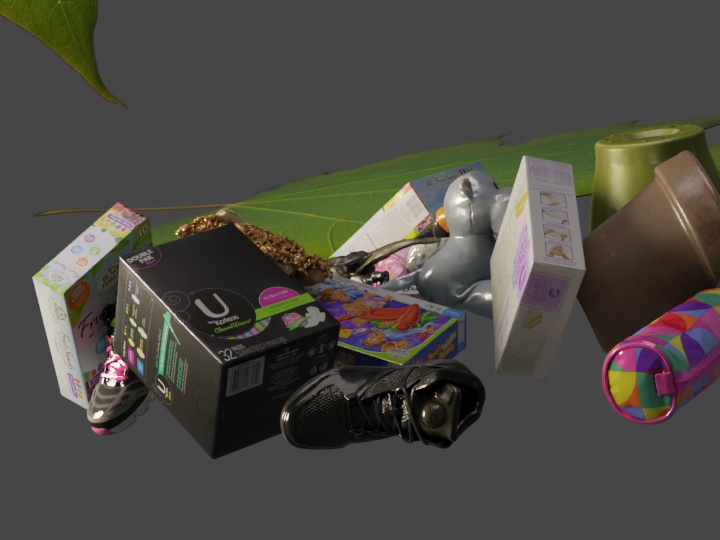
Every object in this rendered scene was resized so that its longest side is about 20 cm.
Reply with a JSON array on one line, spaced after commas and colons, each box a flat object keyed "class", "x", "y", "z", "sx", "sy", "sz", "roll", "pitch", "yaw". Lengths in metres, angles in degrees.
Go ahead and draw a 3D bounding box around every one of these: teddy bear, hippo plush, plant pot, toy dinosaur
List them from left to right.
[{"class": "teddy bear", "x": -0.118, "y": -0.026, "z": 1.727, "sx": 0.144, "sy": 0.068, "sz": 0.200, "roll": 5, "pitch": 9, "yaw": -28}, {"class": "toy dinosaur", "x": 0.000, "y": 0.000, "z": 1.877, "sx": 0.198, "sy": 0.048, "sz": 0.088, "roll": -16, "pitch": 24, "yaw": 12}, {"class": "hippo plush", "x": 0.141, "y": -0.032, "z": 1.808, "sx": 0.198, "sy": 0.163, "sz": 0.159, "roll": 13, "pitch": 4, "yaw": 14}, {"class": "plant pot", "x": 0.310, "y": 0.001, "z": 1.612, "sx": 0.173, "sy": 0.202, "sz": 0.200, "roll": -26, "pitch": 10, "yaw": 6}, {"class": "plant pot", "x": 0.352, "y": -0.067, "z": 1.826, "sx": 0.198, "sy": 0.195, "sz": 0.200, "roll": -10, "pitch": 11, "yaw": 2}]

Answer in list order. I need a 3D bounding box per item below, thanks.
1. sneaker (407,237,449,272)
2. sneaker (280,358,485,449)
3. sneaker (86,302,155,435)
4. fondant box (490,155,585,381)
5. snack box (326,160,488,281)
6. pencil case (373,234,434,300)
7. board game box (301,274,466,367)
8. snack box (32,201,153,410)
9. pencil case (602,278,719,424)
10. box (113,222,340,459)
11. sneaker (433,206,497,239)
[{"class": "sneaker", "x": 0.156, "y": 0.003, "z": 1.927, "sx": 0.198, "sy": 0.077, "sz": 0.080, "roll": 11, "pitch": 7, "yaw": 7}, {"class": "sneaker", "x": 0.026, "y": 0.128, "z": 1.443, "sx": 0.197, "sy": 0.077, "sz": 0.114, "roll": -7, "pitch": 4, "yaw": -11}, {"class": "sneaker", "x": -0.253, "y": 0.080, "z": 1.683, "sx": 0.073, "sy": 0.088, "sz": 0.201, "roll": 7, "pitch": 61, "yaw": 38}, {"class": "fondant box", "x": 0.181, "y": -0.005, "z": 1.607, "sx": 0.058, "sy": 0.145, "sz": 0.201, "roll": 10, "pitch": 35, "yaw": -6}, {"class": "snack box", "x": 0.071, "y": -0.055, "z": 2.092, "sx": 0.168, "sy": 0.068, "sz": 0.200, "roll": -19, "pitch": -20, "yaw": -50}, {"class": "pencil case", "x": 0.109, "y": -0.005, "z": 2.015, "sx": 0.199, "sy": 0.088, "sz": 0.087, "roll": -17, "pitch": 13, "yaw": -37}, {"class": "board game box", "x": -0.003, "y": 0.067, "z": 1.676, "sx": 0.198, "sy": 0.045, "sz": 0.134, "roll": 15, "pitch": 31, "yaw": 30}, {"class": "snack box", "x": -0.289, "y": 0.043, "z": 1.739, "sx": 0.053, "sy": 0.201, "sz": 0.142, "roll": 25, "pitch": 51, "yaw": 23}, {"class": "pencil case", "x": 0.304, "y": 0.076, "z": 1.447, "sx": 0.088, "sy": 0.089, "sz": 0.199, "roll": -1, "pitch": 16, "yaw": 39}, {"class": "box", "x": -0.140, "y": 0.067, "z": 1.571, "sx": 0.148, "sy": 0.125, "sz": 0.200, "roll": -17, "pitch": 42, "yaw": -34}, {"class": "sneaker", "x": 0.169, "y": -0.055, "z": 1.988, "sx": 0.199, "sy": 0.093, "sz": 0.075, "roll": 23, "pitch": -34, "yaw": -37}]
